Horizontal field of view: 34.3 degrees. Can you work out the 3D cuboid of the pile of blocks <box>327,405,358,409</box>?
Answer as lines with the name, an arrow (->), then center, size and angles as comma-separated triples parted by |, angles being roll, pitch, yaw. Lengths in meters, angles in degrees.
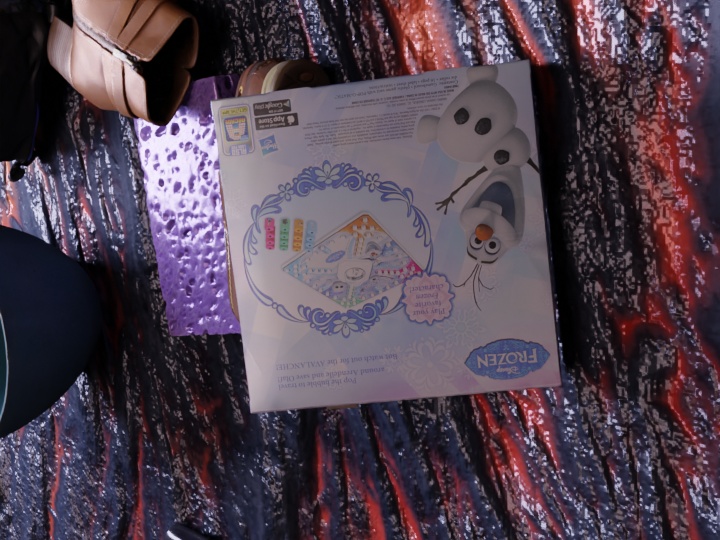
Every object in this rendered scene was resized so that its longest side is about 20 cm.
pile of blocks -> 0.000, 0.000, 0.822 | 0.062, 0.082, 0.201 | -2, 110, 3

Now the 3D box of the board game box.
board game box -> 0.018, -0.019, 0.735 | 0.199, 0.043, 0.200 | -6, 95, 8

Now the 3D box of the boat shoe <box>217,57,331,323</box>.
boat shoe -> -0.068, -0.056, 0.859 | 0.067, 0.072, 0.201 | 17, 104, 44

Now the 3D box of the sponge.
sponge -> -0.126, -0.048, 0.937 | 0.111, 0.030, 0.201 | -7, 94, 42

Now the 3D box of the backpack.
backpack -> -0.368, -0.205, 1.052 | 0.191, 0.153, 0.201 | 54, 133, 33

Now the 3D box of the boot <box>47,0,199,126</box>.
boot -> -0.184, -0.220, 0.907 | 0.155, 0.076, 0.201 | 32, 113, 40

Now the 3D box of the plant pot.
plant pot -> -0.315, 0.047, 1.056 | 0.199, 0.134, 0.201 | 10, 106, 41

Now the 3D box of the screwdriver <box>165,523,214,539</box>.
screwdriver -> -0.094, 0.259, 0.973 | 0.199, 0.028, 0.029 | 21, 143, 37
